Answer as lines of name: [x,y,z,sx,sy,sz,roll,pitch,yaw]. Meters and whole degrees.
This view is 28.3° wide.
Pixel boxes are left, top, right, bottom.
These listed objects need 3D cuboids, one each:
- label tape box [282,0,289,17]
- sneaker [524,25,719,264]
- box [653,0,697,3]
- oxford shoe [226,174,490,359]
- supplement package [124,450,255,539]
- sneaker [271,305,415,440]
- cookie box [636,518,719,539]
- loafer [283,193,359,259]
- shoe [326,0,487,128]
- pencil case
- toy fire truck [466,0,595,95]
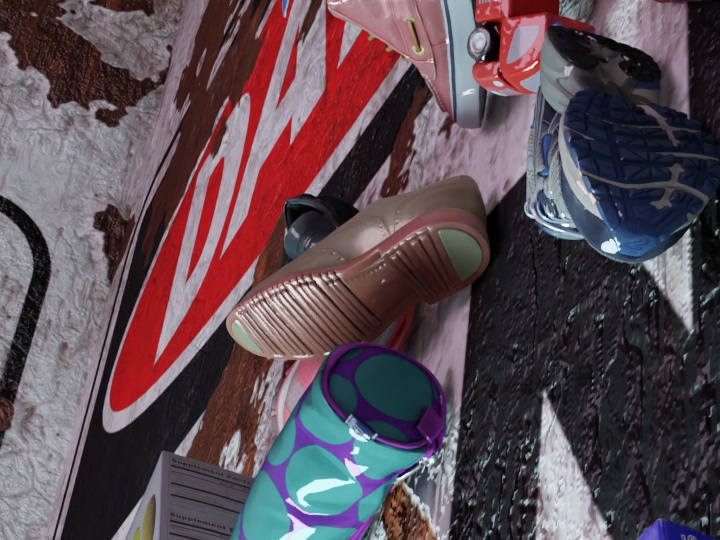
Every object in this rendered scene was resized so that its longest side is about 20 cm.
label tape box: [-0.029,-0.398,1.638,0.144,0.066,0.200,-92,23,-54]
sneaker: [0.119,-0.045,0.692,0.200,0.077,0.085,-84,8,-62]
box: [0.099,-0.211,0.685,0.095,0.199,0.103,-146,74,-74]
oxford shoe: [0.000,0.000,0.946,0.199,0.071,0.074,-22,34,24]
supplement package: [-0.123,0.249,1.100,0.200,0.109,0.114,-105,37,-65]
sneaker: [-0.006,0.058,0.985,0.087,0.073,0.201,-30,45,62]
cookie box: [0.090,0.213,0.446,0.200,0.075,0.171,-88,22,-47]
loafer: [-0.028,-0.013,1.151,0.201,0.070,0.068,-112,42,-68]
shoe: [0.033,-0.168,0.924,0.200,0.091,0.072,74,-158,-56]
pencil case: [-0.020,0.145,0.907,0.085,0.092,0.200,-26,-30,-51]
toy fire truck: [0.131,-0.205,0.819,0.141,0.049,0.201,0,85,50]
